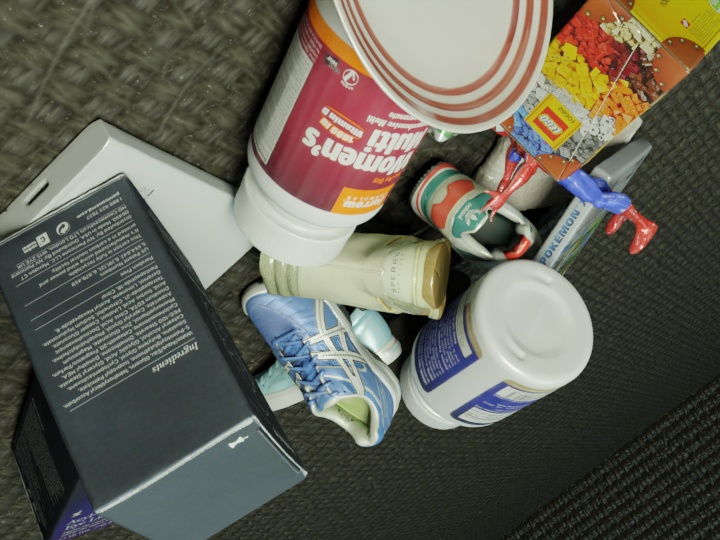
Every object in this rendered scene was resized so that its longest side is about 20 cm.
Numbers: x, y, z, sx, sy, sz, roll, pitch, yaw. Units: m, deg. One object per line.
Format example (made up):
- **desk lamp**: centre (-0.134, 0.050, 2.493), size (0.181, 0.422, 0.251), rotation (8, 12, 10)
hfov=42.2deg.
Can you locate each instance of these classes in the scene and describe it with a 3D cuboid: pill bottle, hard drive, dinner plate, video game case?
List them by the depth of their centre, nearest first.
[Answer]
- **dinner plate**: centre (0.046, -0.180, 0.543), size (0.200, 0.201, 0.024), rotation (-8, -175, -42)
- **pill bottle**: centre (-0.014, -0.100, 0.647), size (0.109, 0.110, 0.200), rotation (-11, 145, -39)
- **hard drive**: centre (-0.164, -0.028, 0.692), size (0.132, 0.026, 0.200), rotation (-41, 153, 14)
- **pill bottle**: centre (0.117, 0.082, 0.887), size (0.119, 0.120, 0.200), rotation (-17, 165, -30)
- **video game case**: centre (0.227, -0.046, 0.974), size (0.200, 0.022, 0.183), rotation (-31, 154, -58)

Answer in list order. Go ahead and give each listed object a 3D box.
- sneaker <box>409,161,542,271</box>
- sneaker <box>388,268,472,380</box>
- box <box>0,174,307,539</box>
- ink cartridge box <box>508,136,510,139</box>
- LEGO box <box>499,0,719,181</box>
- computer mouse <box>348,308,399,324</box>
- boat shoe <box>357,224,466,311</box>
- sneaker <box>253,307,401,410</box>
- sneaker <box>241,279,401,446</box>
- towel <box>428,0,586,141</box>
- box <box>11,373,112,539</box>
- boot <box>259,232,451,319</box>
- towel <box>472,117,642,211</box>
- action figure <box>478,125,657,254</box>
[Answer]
- **sneaker**: centre (0.129, -0.028, 0.882), size (0.070, 0.093, 0.200), rotation (-51, 139, 7)
- **sneaker**: centre (0.067, 0.101, 1.047), size (0.200, 0.075, 0.106), rotation (-46, 143, -22)
- **box**: centre (-0.139, 0.066, 0.625), size (0.107, 0.200, 0.149), rotation (-31, 153, -6)
- **ink cartridge box**: centre (0.228, -0.182, 0.833), size (0.200, 0.042, 0.119), rotation (-22, 164, -27)
- **LEGO box**: centre (0.205, -0.176, 0.666), size (0.200, 0.077, 0.149), rotation (-44, 179, -31)
- **computer mouse**: centre (0.034, 0.065, 1.069), size (0.200, 0.034, 0.059), rotation (-8, 143, -43)
- **boat shoe**: centre (0.064, -0.009, 0.950), size (0.199, 0.057, 0.067), rotation (-20, 151, -26)
- **sneaker**: centre (-0.056, 0.085, 0.980), size (0.200, 0.082, 0.074), rotation (-24, -171, 22)
- **sneaker**: centre (-0.034, 0.085, 0.878), size (0.076, 0.077, 0.200), rotation (-37, 110, 27)
- **towel**: centre (0.133, -0.175, 0.718), size (0.200, 0.023, 0.153), rotation (-42, 180, 15)
- **box**: centre (-0.207, 0.140, 0.815), size (0.148, 0.105, 0.200), rotation (-14, 156, -34)
- **boot**: centre (0.000, 0.000, 0.820), size (0.154, 0.072, 0.200), rotation (5, 178, 8)
- **towel**: centre (0.199, -0.112, 0.956), size (0.200, 0.035, 0.133), rotation (-12, 146, -37)
- **action figure**: centre (0.160, -0.064, 0.802), size (0.200, 0.065, 0.099), rotation (37, 99, -31)
